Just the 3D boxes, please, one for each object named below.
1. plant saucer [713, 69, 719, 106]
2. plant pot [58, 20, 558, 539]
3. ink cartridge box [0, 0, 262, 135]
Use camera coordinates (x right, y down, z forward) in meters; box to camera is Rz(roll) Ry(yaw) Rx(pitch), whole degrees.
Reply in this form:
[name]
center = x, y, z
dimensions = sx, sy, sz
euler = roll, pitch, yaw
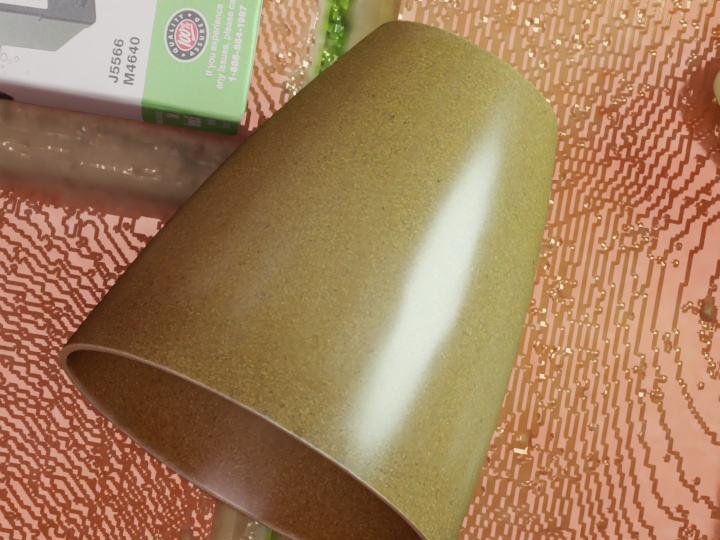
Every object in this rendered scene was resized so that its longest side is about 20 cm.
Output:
[plant saucer]
center = 0.287, -0.064, 1.303
dimensions = 0.200, 0.048, 0.200
euler = -37, 93, -4
[plant pot]
center = 0.000, 0.000, 1.229
dimensions = 0.186, 0.186, 0.201
euler = 31, 75, -3
[ink cartridge box]
center = -0.139, -0.148, 1.254
dimensions = 0.198, 0.084, 0.147
euler = 8, 89, -4
